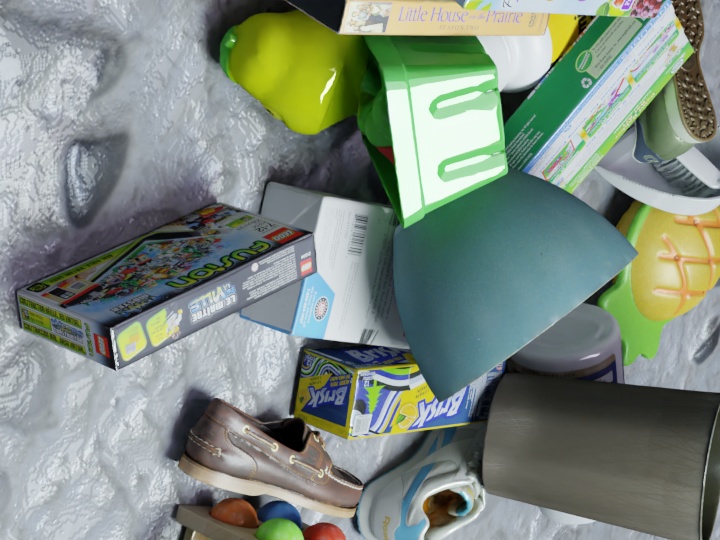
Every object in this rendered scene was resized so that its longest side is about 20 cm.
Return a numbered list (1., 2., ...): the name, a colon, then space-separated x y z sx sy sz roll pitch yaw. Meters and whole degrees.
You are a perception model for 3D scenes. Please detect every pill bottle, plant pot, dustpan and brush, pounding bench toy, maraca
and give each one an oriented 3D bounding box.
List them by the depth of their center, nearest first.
1. pounding bench toy: -0.106 0.265 1.505 0.200 0.124 0.156 12 95 -49
2. plant pot: 0.104 -0.007 1.510 0.200 0.200 0.135 -35 88 -35
3. pill bottle: 0.144 -0.223 1.613 0.200 0.112 0.113 -37 129 -33
4. dustpan and brush: 0.338 -0.086 1.811 0.140 0.200 0.057 -36 161 -34
5. pill bottle: 0.202 0.141 1.812 0.111 0.111 0.200 -32 126 -37
6. maraca: 0.296 -0.002 1.867 0.137 0.107 0.200 42 72 -40

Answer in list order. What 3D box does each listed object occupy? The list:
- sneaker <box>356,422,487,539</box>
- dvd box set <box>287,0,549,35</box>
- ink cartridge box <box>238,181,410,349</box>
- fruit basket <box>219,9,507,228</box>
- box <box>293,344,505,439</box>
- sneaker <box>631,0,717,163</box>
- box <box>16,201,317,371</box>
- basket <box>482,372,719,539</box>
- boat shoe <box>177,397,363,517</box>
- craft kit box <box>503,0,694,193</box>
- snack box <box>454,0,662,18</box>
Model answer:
1. sneaker: 0.088 0.190 1.726 0.200 0.081 0.077 -42 130 -34
2. dvd box set: 0.025 -0.218 1.428 0.200 0.146 0.029 -5 120 -37
3. ink cartridge box: 0.000 0.000 1.568 0.200 0.068 0.116 10 95 -49
4. fruit basket: -0.004 -0.136 1.453 0.215 0.215 0.156 -31 125 -37
5. box: 0.036 0.102 1.644 0.200 0.070 0.064 -1 103 -48
6. sneaker: 0.282 -0.193 1.803 0.067 0.090 0.200 16 56 -32
7. box: -0.140 0.008 1.385 0.200 0.110 0.035 -27 122 -40
8. basket: 0.218 0.161 1.673 0.180 0.200 0.136 59 43 -66
9. boat shoe: -0.062 0.156 1.555 0.200 0.070 0.070 23 91 -49
10. craft kit box: 0.206 -0.152 1.657 0.200 0.049 0.197 -49 161 5
11. snack box: 0.117 -0.261 1.428 0.200 0.169 0.068 -2 126 -37
